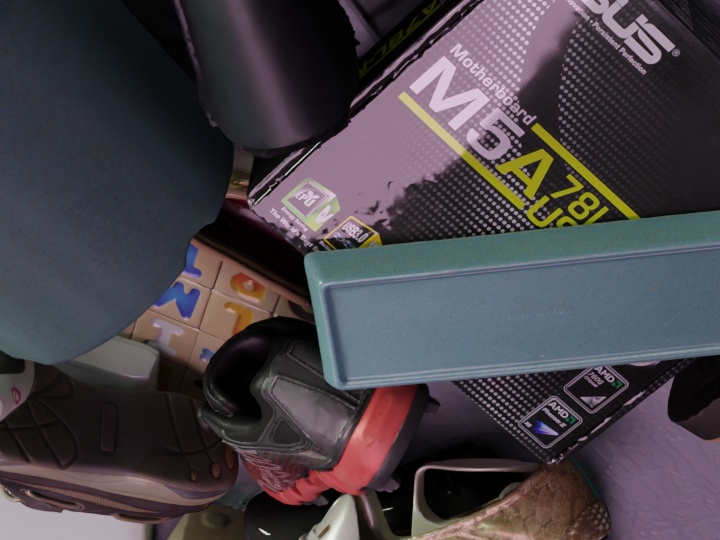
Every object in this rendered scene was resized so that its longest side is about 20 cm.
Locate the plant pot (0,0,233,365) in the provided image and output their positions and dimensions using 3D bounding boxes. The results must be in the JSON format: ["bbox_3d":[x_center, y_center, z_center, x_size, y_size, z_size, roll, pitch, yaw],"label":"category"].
[{"bbox_3d":[-0.172,-0.071,0.971,0.200,0.200,0.196,-20,131,36],"label":"plant pot"}]

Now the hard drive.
[{"bbox_3d":[-0.179,0.097,1.244,0.132,0.027,0.200,15,138,6],"label":"hard drive"}]

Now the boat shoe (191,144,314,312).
[{"bbox_3d":[0.000,0.000,1.048,0.200,0.066,0.074,24,128,-3],"label":"boat shoe"}]

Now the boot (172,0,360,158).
[{"bbox_3d":[-0.036,-0.123,0.855,0.076,0.200,0.168,-24,114,-11],"label":"boot"}]

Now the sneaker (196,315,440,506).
[{"bbox_3d":[-0.035,0.067,1.087,0.098,0.071,0.200,29,165,-10],"label":"sneaker"}]

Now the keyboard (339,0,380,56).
[{"bbox_3d":[-0.066,-0.162,0.961,0.056,0.011,0.200,-21,123,30],"label":"keyboard"}]

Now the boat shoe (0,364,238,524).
[{"bbox_3d":[-0.164,0.093,1.144,0.200,0.075,0.073,18,137,-16],"label":"boat shoe"}]

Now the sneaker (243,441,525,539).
[{"bbox_3d":[0.036,0.129,1.176,0.200,0.076,0.091,4,125,8],"label":"sneaker"}]

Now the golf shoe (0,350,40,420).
[{"bbox_3d":[-0.252,0.039,1.042,0.200,0.088,0.077,1,108,-3],"label":"golf shoe"}]

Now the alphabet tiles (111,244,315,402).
[{"bbox_3d":[-0.079,0.019,1.147,0.200,0.008,0.167,21,137,-1],"label":"alphabet tiles"}]

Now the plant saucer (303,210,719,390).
[{"bbox_3d":[0.078,0.016,0.957,0.200,0.019,0.070,-6,121,5],"label":"plant saucer"}]

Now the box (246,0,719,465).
[{"bbox_3d":[0.086,-0.036,0.961,0.200,0.048,0.193,42,117,-20],"label":"box"}]

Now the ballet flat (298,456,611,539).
[{"bbox_3d":[0.026,0.132,1.115,0.200,0.071,0.065,-17,88,12],"label":"ballet flat"}]

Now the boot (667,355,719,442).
[{"bbox_3d":[0.253,0.048,1.008,0.138,0.078,0.200,30,150,-15],"label":"boot"}]

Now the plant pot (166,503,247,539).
[{"bbox_3d":[-0.054,0.247,1.235,0.199,0.200,0.177,14,122,0],"label":"plant pot"}]
